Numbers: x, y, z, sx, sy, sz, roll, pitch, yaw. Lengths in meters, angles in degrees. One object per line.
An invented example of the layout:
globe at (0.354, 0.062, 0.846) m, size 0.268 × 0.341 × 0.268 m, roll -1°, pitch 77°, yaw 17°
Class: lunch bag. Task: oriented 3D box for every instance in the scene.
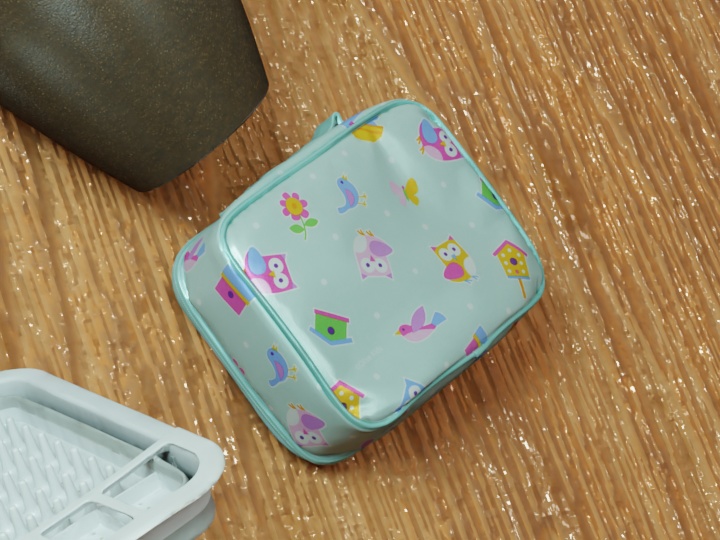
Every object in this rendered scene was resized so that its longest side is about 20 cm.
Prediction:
lunch bag at (0.000, 0.000, 1.218) m, size 0.161 × 0.077 × 0.200 m, roll 51°, pitch 48°, yaw 3°

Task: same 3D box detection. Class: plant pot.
plant pot at (-0.143, -0.147, 1.154) m, size 0.200 × 0.186 × 0.187 m, roll 50°, pitch 46°, yaw -16°

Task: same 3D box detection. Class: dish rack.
dish rack at (-0.166, 0.116, 0.968) m, size 0.171 × 0.199 × 0.044 m, roll -33°, pitch 121°, yaw -29°
